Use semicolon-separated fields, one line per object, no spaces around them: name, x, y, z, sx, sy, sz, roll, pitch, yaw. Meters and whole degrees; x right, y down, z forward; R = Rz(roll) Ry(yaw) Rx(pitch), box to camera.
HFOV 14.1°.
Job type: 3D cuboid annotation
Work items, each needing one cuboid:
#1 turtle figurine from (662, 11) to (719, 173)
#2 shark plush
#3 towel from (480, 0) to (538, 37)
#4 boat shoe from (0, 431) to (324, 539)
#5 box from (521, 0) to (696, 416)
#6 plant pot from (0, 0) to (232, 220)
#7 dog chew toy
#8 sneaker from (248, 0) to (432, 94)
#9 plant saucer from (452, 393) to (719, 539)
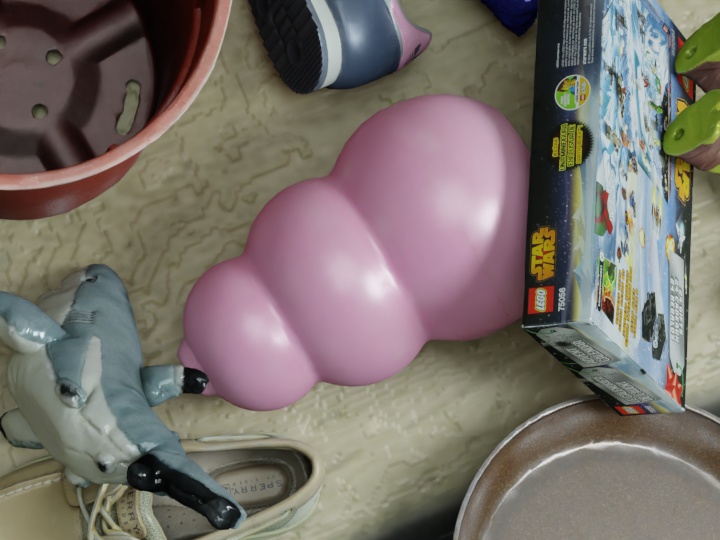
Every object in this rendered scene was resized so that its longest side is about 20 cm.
turtle figurine;0.229;-0.065;1.494;0.161;0.064;0.201;32;67;-27
shark plush;-0.113;0.055;1.396;0.083;0.200;0.091;-22;117;-23
towel;0.071;-0.239;1.533;0.147;0.050;0.200;-39;83;-8
boat shoe;-0.115;0.117;1.433;0.199;0.065;0.073;-11;80;-8
box;0.125;-0.044;1.439;0.040;0.137;0.201;-6;67;25
plant pot;-0.167;-0.115;1.407;0.200;0.195;0.202;1;79;-6
dog chew toy;0.000;0.000;1.444;0.199;0.125;0.125;-32;84;-3
sneaker;-0.024;-0.188;1.511;0.082;0.070;0.201;-10;79;-29
plant saucer;0.137;0.160;1.451;0.199;0.032;0.201;5;68;-13
